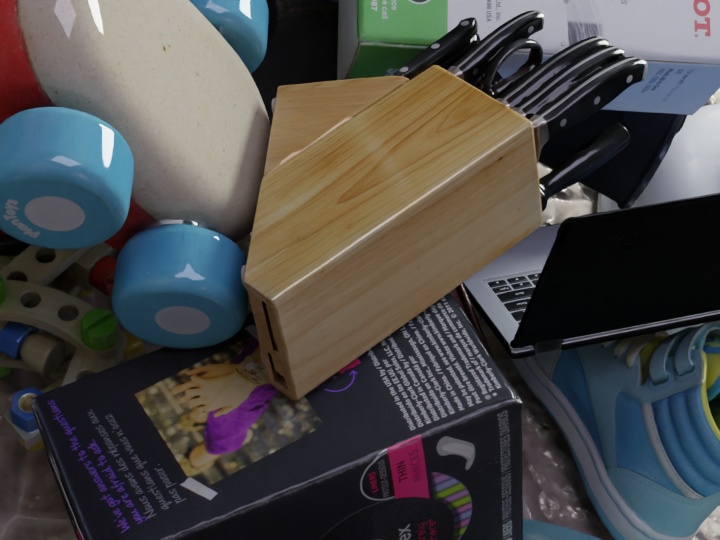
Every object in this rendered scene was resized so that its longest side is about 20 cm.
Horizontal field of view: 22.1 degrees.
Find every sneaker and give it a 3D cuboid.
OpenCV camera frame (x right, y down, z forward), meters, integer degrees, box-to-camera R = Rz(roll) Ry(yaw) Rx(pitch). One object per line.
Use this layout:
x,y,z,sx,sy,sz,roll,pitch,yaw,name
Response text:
0.158,0.044,1.018,0.079,0.131,0.200,-10,62,-41,sneaker

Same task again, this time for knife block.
0.045,-0.038,0.838,0.175,0.064,0.200,-4,42,10,knife block

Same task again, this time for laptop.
0.156,-0.031,0.963,0.187,0.116,0.200,-9,28,-13,laptop

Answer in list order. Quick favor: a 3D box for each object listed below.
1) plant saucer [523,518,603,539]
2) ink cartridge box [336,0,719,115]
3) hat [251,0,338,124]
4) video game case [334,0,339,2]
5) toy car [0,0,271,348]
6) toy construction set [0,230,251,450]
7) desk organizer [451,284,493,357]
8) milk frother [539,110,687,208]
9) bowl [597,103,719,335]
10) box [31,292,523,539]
0.144,0.185,0.920,0.200,0.027,0.200,23,11,-4,plant saucer
0.092,-0.164,0.963,0.199,0.084,0.146,4,74,-8,ink cartridge box
-0.105,-0.132,1.014,0.200,0.081,0.201,13,55,-19,hat
0.083,-0.192,1.024,0.199,0.018,0.144,16,74,-4,video game case
-0.159,-0.062,0.852,0.177,0.199,0.185,45,39,-47,toy car
-0.125,0.004,0.948,0.131,0.092,0.200,33,43,21,toy construction set
0.000,0.000,1.023,0.077,0.072,0.200,-7,60,-25,desk organizer
0.107,-0.145,1.127,0.188,0.200,0.181,26,77,-1,milk frother
0.255,-0.034,1.149,0.200,0.090,0.202,11,53,-16,bowl
-0.034,0.095,0.856,0.199,0.122,0.106,-21,50,-11,box
